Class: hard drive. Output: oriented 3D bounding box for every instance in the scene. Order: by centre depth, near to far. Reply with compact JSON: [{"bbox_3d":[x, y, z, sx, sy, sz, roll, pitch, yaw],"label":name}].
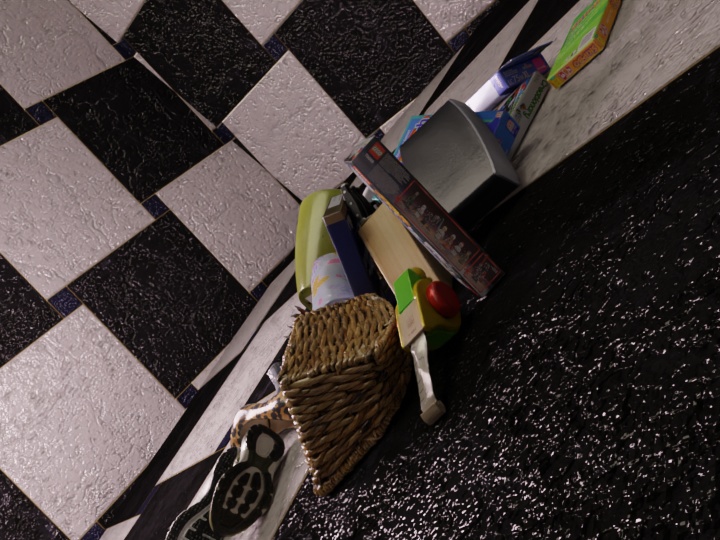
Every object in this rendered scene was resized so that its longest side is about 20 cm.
[{"bbox_3d":[0.121,-0.141,0.927,0.134,0.042,0.202,-40,41,20],"label":"hard drive"}]

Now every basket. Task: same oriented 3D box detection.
[{"bbox_3d":[-0.002,0.133,0.807,0.139,0.152,0.200,-16,15,5],"label":"basket"}]

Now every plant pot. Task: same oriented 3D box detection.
[{"bbox_3d":[-0.056,-0.023,1.377,0.187,0.184,0.203,-41,29,48],"label":"plant pot"}]

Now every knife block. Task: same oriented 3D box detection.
[{"bbox_3d":[0.040,-0.046,0.908,0.064,0.175,0.201,-46,11,24],"label":"knife block"}]

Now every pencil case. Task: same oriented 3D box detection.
[{"bbox_3d":[-0.033,0.043,1.105,0.084,0.089,0.201,-58,18,17],"label":"pencil case"}]

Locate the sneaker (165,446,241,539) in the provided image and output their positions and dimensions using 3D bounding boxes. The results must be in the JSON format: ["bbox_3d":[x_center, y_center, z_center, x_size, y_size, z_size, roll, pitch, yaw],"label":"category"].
[{"bbox_3d":[-0.228,0.370,1.052,0.201,0.073,0.081,-54,-5,-39],"label":"sneaker"}]

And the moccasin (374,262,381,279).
[{"bbox_3d":[0.021,-0.022,1.237,0.079,0.073,0.201,-60,12,3],"label":"moccasin"}]

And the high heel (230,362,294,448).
[{"bbox_3d":[-0.149,0.262,1.088,0.203,0.070,0.143,-64,29,10],"label":"high heel"}]

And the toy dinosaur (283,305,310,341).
[{"bbox_3d":[-0.053,0.101,1.117,0.200,0.106,0.180,-44,25,-15],"label":"toy dinosaur"}]

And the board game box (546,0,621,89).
[{"bbox_3d":[0.346,-0.364,1.053,0.095,0.030,0.202,-40,19,51],"label":"board game box"}]

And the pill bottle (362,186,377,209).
[{"bbox_3d":[0.057,-0.116,1.262,0.112,0.111,0.200,-50,1,6],"label":"pill bottle"}]

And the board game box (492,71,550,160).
[{"bbox_3d":[0.217,-0.210,1.087,0.202,0.034,0.126,-58,11,-30],"label":"board game box"}]

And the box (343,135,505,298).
[{"bbox_3d":[0.065,-0.063,0.770,0.040,0.200,0.137,-44,9,2],"label":"box"}]

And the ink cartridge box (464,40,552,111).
[{"bbox_3d":[0.242,-0.307,1.189,0.118,0.042,0.200,-29,-7,-32],"label":"ink cartridge box"}]

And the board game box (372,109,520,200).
[{"bbox_3d":[0.120,-0.154,1.013,0.198,0.045,0.155,11,73,53],"label":"board game box"}]

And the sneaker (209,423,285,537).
[{"bbox_3d":[-0.161,0.307,0.960,0.090,0.076,0.200,-62,0,24],"label":"sneaker"}]

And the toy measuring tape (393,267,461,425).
[{"bbox_3d":[0.077,0.073,0.706,0.074,0.073,0.203,-46,34,30],"label":"toy measuring tape"}]

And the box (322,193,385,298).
[{"bbox_3d":[0.000,0.000,0.974,0.032,0.204,0.121,-18,16,8],"label":"box"}]
